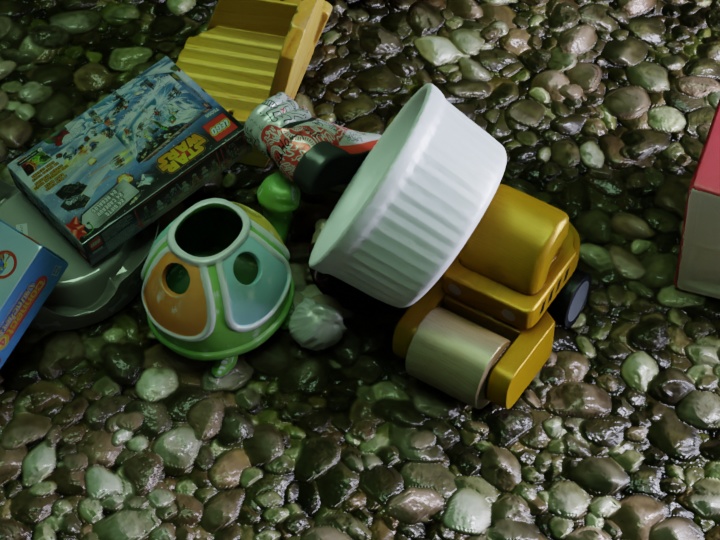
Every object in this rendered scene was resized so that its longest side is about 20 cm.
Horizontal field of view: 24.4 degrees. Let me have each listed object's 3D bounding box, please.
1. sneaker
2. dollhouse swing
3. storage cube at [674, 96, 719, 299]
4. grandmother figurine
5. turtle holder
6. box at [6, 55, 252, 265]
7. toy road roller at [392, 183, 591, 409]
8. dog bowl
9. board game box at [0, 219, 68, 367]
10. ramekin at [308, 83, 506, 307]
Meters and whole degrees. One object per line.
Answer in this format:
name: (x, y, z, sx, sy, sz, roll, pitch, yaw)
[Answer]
sneaker: (-0.039, -0.130, 1.642, 0.108, 0.067, 0.201, 41, 19, 16)
dollhouse swing: (-0.123, -0.245, 1.744, 0.182, 0.176, 0.200, 11, 52, 11)
storage cube: (0.408, -0.075, 1.572, 0.171, 0.200, 0.180, 16, 59, 14)
grandmother figurine: (0.000, 0.000, 1.613, 0.121, 0.061, 0.200, 30, 60, 15)
turtle holder: (-0.119, -0.004, 1.570, 0.185, 0.132, 0.141, -23, 52, -16)
box: (-0.226, -0.111, 1.633, 0.200, 0.040, 0.137, -37, 58, -16)
toy road roller: (0.125, 0.013, 1.536, 0.123, 0.146, 0.200, 26, 56, 22)
dog bowl: (-0.296, -0.025, 1.643, 0.200, 0.059, 0.200, -1, 50, 2)
board game box: (-0.408, 0.024, 1.557, 0.196, 0.056, 0.200, 30, 84, 24)
ramekin: (0.047, -0.062, 1.518, 0.098, 0.200, 0.201, 32, 54, -8)
